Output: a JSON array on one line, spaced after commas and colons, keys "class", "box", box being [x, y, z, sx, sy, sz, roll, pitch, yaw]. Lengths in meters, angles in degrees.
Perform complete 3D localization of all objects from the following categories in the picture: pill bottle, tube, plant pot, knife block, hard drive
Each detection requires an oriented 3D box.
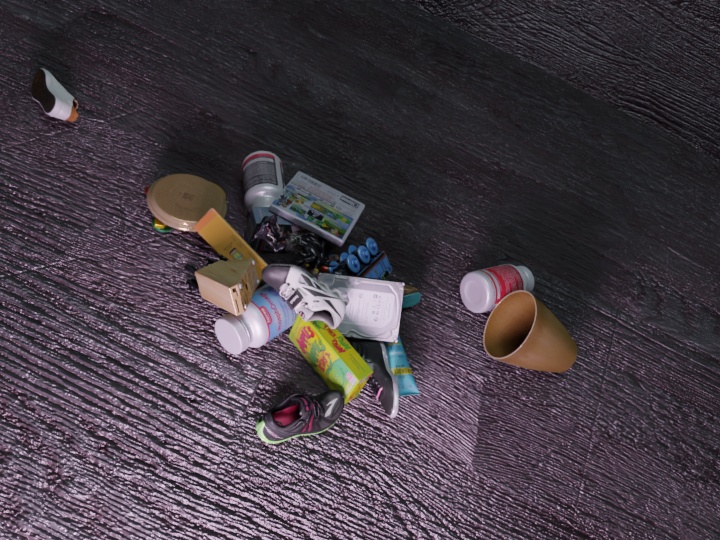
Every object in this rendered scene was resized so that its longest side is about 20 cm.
[{"class": "pill bottle", "box": [0.378, 0.044, 1.638, 0.198, 0.113, 0.113, -11, 56, -34]}, {"class": "pill bottle", "box": [-0.248, -0.206, 1.551, 0.110, 0.111, 0.201, 6, 47, -22]}, {"class": "tube", "box": [0.077, 0.200, 1.392, 0.077, 0.051, 0.201, -4, 56, -19]}, {"class": "plant pot", "box": [0.448, 0.178, 1.521, 0.199, 0.186, 0.187, 29, 41, -19]}, {"class": "pill bottle", "box": [-0.210, 0.096, 1.290, 0.109, 0.109, 0.200, 42, 45, 15]}, {"class": "knife block", "box": [-0.311, 0.029, 1.266, 0.174, 0.065, 0.200, -8, 24, 7]}, {"class": "hard drive", "box": [-0.005, 0.083, 1.365, 0.198, 0.141, 0.038, 8, 3, -1]}]

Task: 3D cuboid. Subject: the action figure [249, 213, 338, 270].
[{"class": "action figure", "box": [-0.155, -0.047, 1.400, 0.199, 0.102, 0.119, 31, 35, -14]}]

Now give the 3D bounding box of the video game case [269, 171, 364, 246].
[{"class": "video game case", "box": [-0.104, -0.158, 1.501, 0.199, 0.022, 0.183, 27, 40, 0]}]

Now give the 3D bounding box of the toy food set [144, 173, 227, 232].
[{"class": "toy food set", "box": [-0.427, -0.166, 1.468, 0.196, 0.049, 0.201, 7, 48, -22]}]

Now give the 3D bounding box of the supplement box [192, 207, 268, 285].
[{"class": "supplement box", "box": [-0.291, -0.048, 1.379, 0.067, 0.069, 0.200, -43, 85, -6]}]

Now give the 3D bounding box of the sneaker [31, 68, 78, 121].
[{"class": "sneaker", "box": [-0.786, -0.444, 1.545, 0.084, 0.073, 0.200, 21, 26, -55]}]

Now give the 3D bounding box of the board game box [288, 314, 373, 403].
[{"class": "board game box", "box": [-0.068, 0.179, 1.292, 0.047, 0.102, 0.200, -26, 65, -40]}]

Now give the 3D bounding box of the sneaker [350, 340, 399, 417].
[{"class": "sneaker", "box": [0.019, 0.236, 1.311, 0.098, 0.071, 0.201, 5, 42, -22]}]

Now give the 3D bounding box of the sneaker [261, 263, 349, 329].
[{"class": "sneaker", "box": [-0.120, 0.056, 1.248, 0.199, 0.074, 0.089, 26, 47, -10]}]

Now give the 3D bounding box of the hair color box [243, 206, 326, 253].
[{"class": "hair color box", "box": [-0.181, -0.099, 1.493, 0.198, 0.099, 0.061, 0, 48, -27]}]

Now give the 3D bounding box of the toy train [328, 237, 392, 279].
[{"class": "toy train", "box": [0.000, 0.000, 1.472, 0.115, 0.086, 0.200, 62, 34, -12]}]

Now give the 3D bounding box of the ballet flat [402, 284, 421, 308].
[{"class": "ballet flat", "box": [0.063, 0.070, 1.495, 0.199, 0.068, 0.072, -16, 39, -37]}]

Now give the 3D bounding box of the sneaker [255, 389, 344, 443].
[{"class": "sneaker", "box": [-0.108, 0.283, 1.187, 0.199, 0.084, 0.077, -15, 59, -36]}]

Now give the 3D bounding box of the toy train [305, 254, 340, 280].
[{"class": "toy train", "box": [-0.079, 0.028, 1.460, 0.149, 0.056, 0.201, 4, 48, -23]}]
